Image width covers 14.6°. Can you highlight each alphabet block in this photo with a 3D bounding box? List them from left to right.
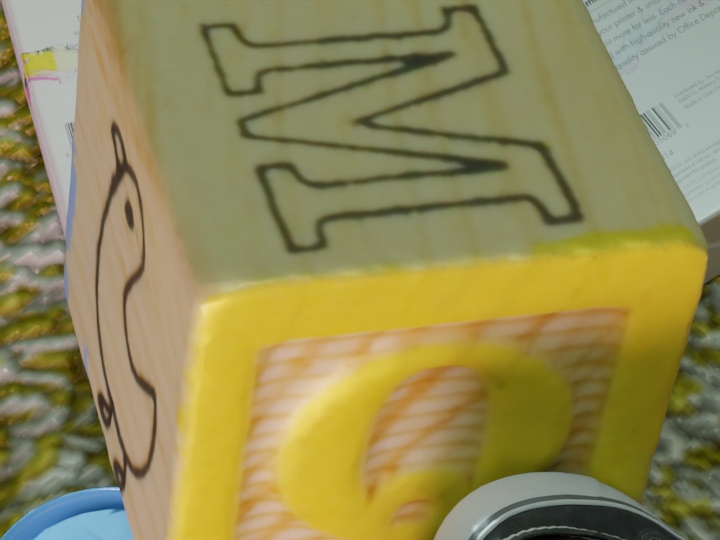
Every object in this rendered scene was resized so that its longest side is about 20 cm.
[{"bbox_3d":[0.000,0.000,1.100,0.196,0.195,0.200,-7,44,-15],"label":"alphabet block"}]

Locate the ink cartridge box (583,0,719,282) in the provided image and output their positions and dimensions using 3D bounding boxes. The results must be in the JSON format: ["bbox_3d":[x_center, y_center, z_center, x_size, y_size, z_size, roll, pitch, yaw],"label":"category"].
[{"bbox_3d":[0.119,-0.094,1.260,0.117,0.067,0.200,-30,65,-14],"label":"ink cartridge box"}]

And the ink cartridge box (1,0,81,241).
[{"bbox_3d":[-0.095,-0.095,1.268,0.116,0.068,0.200,-14,63,-6],"label":"ink cartridge box"}]

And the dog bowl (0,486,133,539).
[{"bbox_3d":[-0.111,0.184,1.104,0.111,0.050,0.200,15,63,9],"label":"dog bowl"}]

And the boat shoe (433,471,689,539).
[{"bbox_3d":[0.114,0.136,1.071,0.070,0.200,0.066,-58,37,4],"label":"boat shoe"}]
